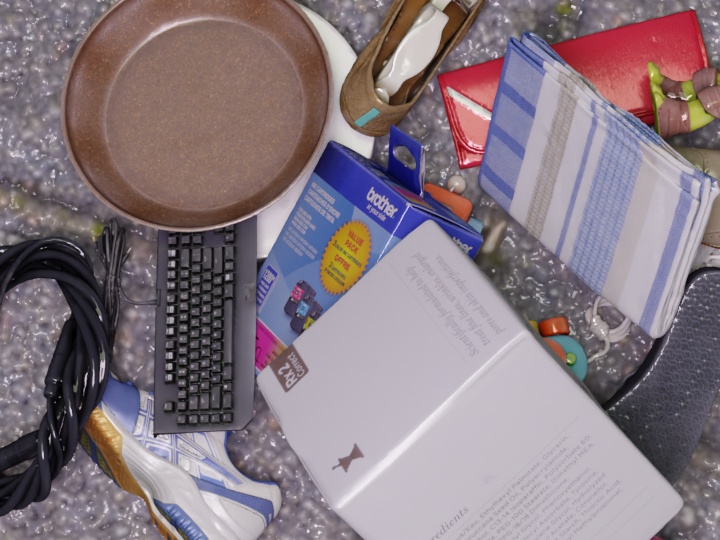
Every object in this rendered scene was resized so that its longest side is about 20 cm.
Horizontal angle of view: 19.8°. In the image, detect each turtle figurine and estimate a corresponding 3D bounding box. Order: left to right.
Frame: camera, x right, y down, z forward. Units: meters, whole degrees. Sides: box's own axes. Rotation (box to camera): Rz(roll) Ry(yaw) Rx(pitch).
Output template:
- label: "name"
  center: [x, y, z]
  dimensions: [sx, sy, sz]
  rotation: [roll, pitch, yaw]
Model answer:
- label: "turtle figurine"
  center: [0.289, -0.137, 1.480]
  dimensions: [0.160, 0.200, 0.065]
  rotation: [-9, 125, 11]

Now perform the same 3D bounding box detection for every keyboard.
- label: "keyboard"
  center: [-0.136, 0.020, 1.478]
  dimensions: [0.126, 0.021, 0.201]
  rotation: [-6, 70, 14]

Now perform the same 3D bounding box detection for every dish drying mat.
- label: "dish drying mat"
  center: [0.162, -0.134, 1.540]
  dimensions: [0.199, 0.018, 0.077]
  rotation: [-14, 84, 1]

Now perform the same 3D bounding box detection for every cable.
- label: "cable"
  center: [-0.247, 0.071, 1.483]
  dimensions: [0.163, 0.051, 0.201]
  rotation: [29, 94, 42]

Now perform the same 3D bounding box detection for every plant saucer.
- label: "plant saucer"
  center: [-0.115, -0.118, 1.491]
  dimensions: [0.199, 0.037, 0.201]
  rotation: [-2, 73, 8]

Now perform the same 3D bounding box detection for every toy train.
- label: "toy train"
  center: [0.098, 0.019, 1.498]
  dimensions: [0.199, 0.056, 0.151]
  rotation: [29, 74, 3]

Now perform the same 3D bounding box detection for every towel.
- label: "towel"
  center: [0.162, -0.061, 1.449]
  dimensions: [0.024, 0.147, 0.200]
  rotation: [-23, 51, -33]

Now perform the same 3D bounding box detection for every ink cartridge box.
- label: "ink cartridge box"
  center: [0.000, 0.000, 1.457]
  dimensions: [0.076, 0.136, 0.201]
  rotation: [25, 98, -34]

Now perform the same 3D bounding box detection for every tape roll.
- label: "tape roll"
  center: [-0.086, -0.105, 1.539]
  dimensions: [0.202, 0.037, 0.204]
  rotation: [0, 86, 2]

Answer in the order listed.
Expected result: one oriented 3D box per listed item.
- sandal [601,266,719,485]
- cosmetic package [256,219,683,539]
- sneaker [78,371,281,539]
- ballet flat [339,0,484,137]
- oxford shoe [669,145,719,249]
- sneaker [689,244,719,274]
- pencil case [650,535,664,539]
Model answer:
- label: "sandal"
  center: [0.218, 0.090, 1.480]
  dimensions: [0.076, 0.043, 0.201]
  rotation: [33, 96, -8]
- label: "cosmetic package"
  center: [0.070, 0.112, 1.352]
  dimensions: [0.165, 0.165, 0.200]
  rotation: [-42, 124, 3]
- label: "sneaker"
  center: [-0.142, 0.126, 1.516]
  dimensions: [0.088, 0.075, 0.200]
  rotation: [-39, 83, -23]
- label: "ballet flat"
  center: [0.051, -0.186, 1.503]
  dimensions: [0.068, 0.072, 0.200]
  rotation: [37, 73, -12]
- label: "oxford shoe"
  center: [0.222, -0.055, 1.450]
  dimensions: [0.199, 0.075, 0.071]
  rotation: [9, 92, 44]
- label: "sneaker"
  center: [0.274, -0.030, 1.489]
  dimensions: [0.076, 0.092, 0.200]
  rotation: [33, 88, 4]
- label: "pencil case"
  center: [0.203, 0.224, 1.455]
  dimensions: [0.199, 0.087, 0.088]
  rotation: [28, 87, -12]
